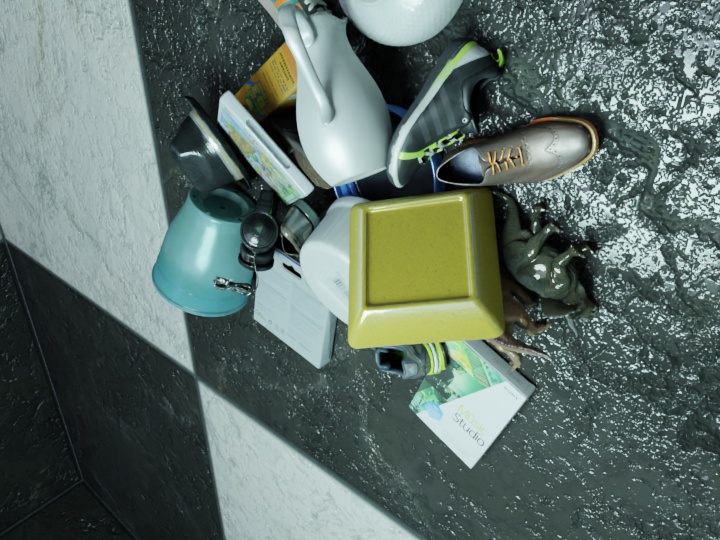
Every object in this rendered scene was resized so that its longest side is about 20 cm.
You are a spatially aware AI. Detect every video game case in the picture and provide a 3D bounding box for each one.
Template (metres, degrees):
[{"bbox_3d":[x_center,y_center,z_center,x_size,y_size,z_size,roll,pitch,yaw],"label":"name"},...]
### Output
[{"bbox_3d":[-0.158,-0.184,0.914,0.183,0.022,0.200,48,171,-12],"label":"video game case"}]

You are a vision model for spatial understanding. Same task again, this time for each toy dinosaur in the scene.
[{"bbox_3d":[0.218,-0.014,0.704,0.200,0.077,0.103,44,122,12],"label":"toy dinosaur"},{"bbox_3d":[0.165,0.041,0.734,0.134,0.203,0.086,35,117,-29],"label":"toy dinosaur"}]

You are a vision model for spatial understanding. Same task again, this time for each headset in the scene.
[{"bbox_3d":[-0.189,-0.048,0.986,0.091,0.205,0.125,10,145,-8],"label":"headset"}]

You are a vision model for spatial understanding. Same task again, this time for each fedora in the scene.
[{"bbox_3d":[-0.275,-0.200,1.009,0.202,0.091,0.201,52,174,8],"label":"fedora"}]

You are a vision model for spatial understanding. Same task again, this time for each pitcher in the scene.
[{"bbox_3d":[-0.038,-0.213,0.708,0.118,0.171,0.206,-16,95,20],"label":"pitcher"}]

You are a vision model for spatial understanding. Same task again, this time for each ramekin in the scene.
[{"bbox_3d":[0.000,0.000,0.865,0.198,0.098,0.203,33,151,21],"label":"ramekin"}]

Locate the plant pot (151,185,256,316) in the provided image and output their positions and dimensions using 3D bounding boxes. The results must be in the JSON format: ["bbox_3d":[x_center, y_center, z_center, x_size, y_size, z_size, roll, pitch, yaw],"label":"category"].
[{"bbox_3d":[-0.284,-0.051,1.100,0.199,0.198,0.191,39,124,22],"label":"plant pot"}]

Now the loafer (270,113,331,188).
[{"bbox_3d":[-0.088,-0.184,0.876,0.201,0.071,0.073,-125,28,-49],"label":"loafer"}]

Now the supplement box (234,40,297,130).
[{"bbox_3d":[-0.128,-0.287,0.904,0.198,0.068,0.068,-22,95,51],"label":"supplement box"}]

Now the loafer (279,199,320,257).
[{"bbox_3d":[-0.114,-0.058,0.959,0.072,0.063,0.200,44,163,3],"label":"loafer"}]

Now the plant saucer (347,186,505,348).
[{"bbox_3d":[0.073,-0.015,0.715,0.194,0.049,0.206,-6,66,13],"label":"plant saucer"}]

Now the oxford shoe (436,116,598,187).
[{"bbox_3d":[0.179,-0.129,0.681,0.197,0.072,0.073,-7,106,46],"label":"oxford shoe"}]

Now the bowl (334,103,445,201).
[{"bbox_3d":[0.038,-0.142,0.839,0.197,0.039,0.206,22,126,35],"label":"bowl"}]

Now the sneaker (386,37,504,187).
[{"bbox_3d":[0.103,-0.180,0.699,0.082,0.071,0.203,36,113,15],"label":"sneaker"}]

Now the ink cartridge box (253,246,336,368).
[{"bbox_3d":[-0.126,0.056,1.104,0.197,0.040,0.204,32,130,28],"label":"ink cartridge box"}]

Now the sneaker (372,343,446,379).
[{"bbox_3d":[0.047,0.118,0.920,0.198,0.079,0.076,15,114,56],"label":"sneaker"}]

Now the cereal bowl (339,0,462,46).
[{"bbox_3d":[0.033,-0.374,0.687,0.197,0.083,0.205,22,125,35],"label":"cereal bowl"}]

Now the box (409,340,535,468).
[{"bbox_3d":[0.166,0.199,0.898,0.144,0.036,0.203,41,133,22],"label":"box"}]

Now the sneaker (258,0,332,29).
[{"bbox_3d":[-0.088,-0.389,0.807,0.200,0.071,0.080,47,136,12],"label":"sneaker"}]
